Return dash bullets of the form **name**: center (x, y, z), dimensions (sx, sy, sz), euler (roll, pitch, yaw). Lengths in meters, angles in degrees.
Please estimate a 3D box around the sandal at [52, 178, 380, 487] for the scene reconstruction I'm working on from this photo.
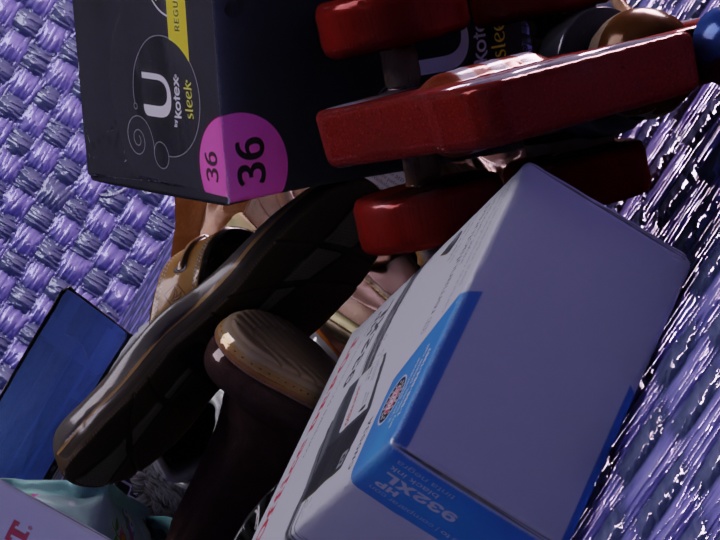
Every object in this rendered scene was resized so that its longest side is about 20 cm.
- **sandal**: center (-0.072, 0.021, 1.419), dimensions (0.200, 0.055, 0.082), euler (-43, -31, 0)

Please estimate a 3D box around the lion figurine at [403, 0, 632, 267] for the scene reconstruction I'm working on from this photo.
- **lion figurine**: center (0.088, -0.072, 1.490), dimensions (0.200, 0.072, 0.122), euler (-55, 19, -3)

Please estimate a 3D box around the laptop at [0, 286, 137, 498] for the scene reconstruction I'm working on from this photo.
- **laptop**: center (-0.148, 0.135, 1.766), dimensions (0.188, 0.200, 0.116), euler (-60, 16, -6)

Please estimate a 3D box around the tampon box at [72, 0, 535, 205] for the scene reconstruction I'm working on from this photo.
- **tampon box**: center (-0.018, -0.123, 1.387), dimensions (0.126, 0.199, 0.151), euler (10, 109, 54)

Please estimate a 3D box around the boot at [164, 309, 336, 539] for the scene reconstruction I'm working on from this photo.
- **boot**: center (-0.059, 0.113, 1.420), dimensions (0.166, 0.072, 0.200), euler (-45, -32, 3)

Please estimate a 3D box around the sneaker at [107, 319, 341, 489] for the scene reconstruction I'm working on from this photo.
- **sneaker**: center (-0.091, 0.073, 1.558), dimensions (0.092, 0.076, 0.200), euler (-42, 17, -31)

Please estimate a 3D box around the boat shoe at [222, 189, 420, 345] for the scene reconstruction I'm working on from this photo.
- **boat shoe**: center (0.000, 0.000, 1.525), dimensions (0.068, 0.072, 0.200), euler (-54, 40, 2)

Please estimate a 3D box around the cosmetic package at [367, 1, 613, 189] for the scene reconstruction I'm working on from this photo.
- **cosmetic package**: center (0.057, -0.085, 1.671), dimensions (0.200, 0.085, 0.108), euler (-56, 7, 31)

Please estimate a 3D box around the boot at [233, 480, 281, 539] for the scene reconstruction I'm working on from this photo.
- **boot**: center (-0.053, 0.183, 1.399), dimensions (0.211, 0.079, 0.158), euler (-54, -1, -17)

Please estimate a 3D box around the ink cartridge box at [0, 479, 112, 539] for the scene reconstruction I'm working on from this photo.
- **ink cartridge box**: center (-0.106, 0.199, 1.224), dimensions (0.084, 0.199, 0.146), euler (-50, 12, 53)

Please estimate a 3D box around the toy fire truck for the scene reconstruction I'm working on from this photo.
- **toy fire truck**: center (0.085, -0.077, 1.278), dimensions (0.199, 0.113, 0.168), euler (-15, 7, -33)

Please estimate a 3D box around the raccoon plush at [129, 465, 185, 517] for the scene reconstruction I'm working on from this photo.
- **raccoon plush**: center (-0.080, 0.119, 1.779), dimensions (0.200, 0.097, 0.134), euler (-53, 2, 40)

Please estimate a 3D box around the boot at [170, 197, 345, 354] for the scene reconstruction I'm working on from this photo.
- **boot**: center (-0.039, -0.022, 1.656), dimensions (0.188, 0.068, 0.201), euler (-5, 76, 47)

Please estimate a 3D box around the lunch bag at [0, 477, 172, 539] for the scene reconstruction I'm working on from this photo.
- **lunch bag**: center (-0.164, 0.206, 1.643), dimensions (0.200, 0.121, 0.171), euler (56, -145, -75)

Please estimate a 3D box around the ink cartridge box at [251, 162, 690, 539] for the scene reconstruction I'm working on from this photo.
- **ink cartridge box**: center (0.037, 0.066, 1.247), dimensions (0.145, 0.084, 0.200), euler (-64, 9, -29)
